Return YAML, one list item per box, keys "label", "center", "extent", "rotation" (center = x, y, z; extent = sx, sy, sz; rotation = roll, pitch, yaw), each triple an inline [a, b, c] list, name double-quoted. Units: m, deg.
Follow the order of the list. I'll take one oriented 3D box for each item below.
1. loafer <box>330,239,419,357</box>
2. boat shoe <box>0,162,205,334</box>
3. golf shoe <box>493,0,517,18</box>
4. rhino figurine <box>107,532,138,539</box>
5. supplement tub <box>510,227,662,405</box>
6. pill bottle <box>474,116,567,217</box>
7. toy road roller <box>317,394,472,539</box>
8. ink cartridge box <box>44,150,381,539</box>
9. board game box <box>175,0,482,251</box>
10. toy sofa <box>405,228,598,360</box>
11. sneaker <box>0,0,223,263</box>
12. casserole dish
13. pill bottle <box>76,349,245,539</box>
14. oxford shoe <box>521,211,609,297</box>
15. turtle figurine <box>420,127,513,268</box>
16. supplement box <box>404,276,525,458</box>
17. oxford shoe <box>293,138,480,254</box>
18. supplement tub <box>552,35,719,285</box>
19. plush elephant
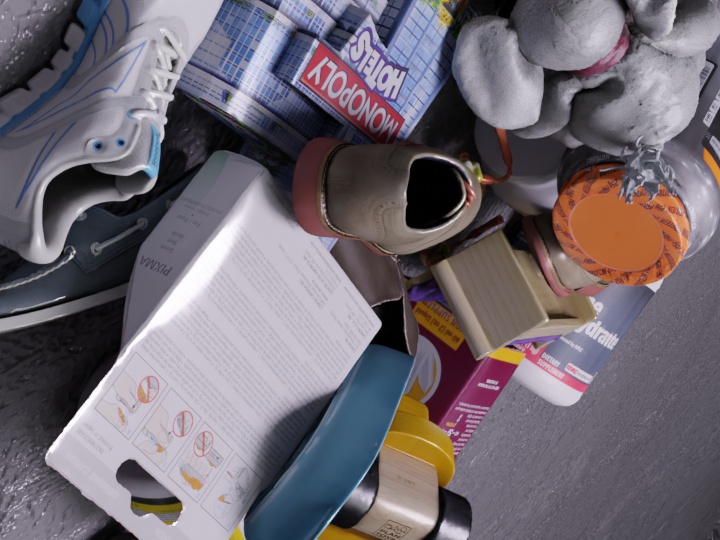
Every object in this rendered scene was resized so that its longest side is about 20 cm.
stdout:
- label: "loafer"
  center: [0.000, 0.000, 0.917]
  extent: [0.073, 0.071, 0.200]
  rotation: [-28, 124, 1]
- label: "boat shoe"
  center: [-0.155, -0.011, 0.754]
  extent: [0.200, 0.073, 0.062]
  rotation: [-22, 98, -37]
- label: "golf shoe"
  center: [0.137, -0.197, 0.989]
  extent: [0.092, 0.073, 0.200]
  rotation: [-36, 146, 3]
- label: "rhino figurine"
  center: [-0.165, 0.255, 1.048]
  extent: [0.087, 0.060, 0.200]
  rotation: [-49, 156, -2]
- label: "supplement tub"
  center: [0.201, 0.015, 1.265]
  extent: [0.200, 0.140, 0.140]
  rotation: [-56, 154, 5]
- label: "pill bottle"
  center: [0.166, -0.093, 1.107]
  extent: [0.111, 0.111, 0.200]
  rotation: [-56, 155, 5]
- label: "toy road roller"
  center: [-0.006, 0.178, 1.053]
  extent: [0.123, 0.146, 0.200]
  rotation: [26, 130, -23]
- label: "ink cartridge box"
  center: [-0.087, 0.058, 0.760]
  extent: [0.200, 0.050, 0.161]
  rotation: [-53, 137, -17]
- label: "board game box"
  center: [-0.022, -0.112, 0.796]
  extent: [0.200, 0.062, 0.200]
  rotation: [-63, 154, -1]
- label: "toy sofa"
  center: [0.117, 0.027, 1.077]
  extent: [0.098, 0.083, 0.200]
  rotation: [-30, 169, 18]
- label: "sneaker"
  center: [-0.120, -0.084, 0.671]
  extent: [0.200, 0.087, 0.075]
  rotation: [-52, 153, -6]
- label: "casserole dish"
  center: [-0.022, 0.114, 0.849]
  extent: [0.121, 0.039, 0.200]
  rotation: [-52, -176, 25]
- label: "pill bottle"
  center: [-0.117, 0.139, 0.919]
  extent: [0.114, 0.114, 0.200]
  rotation: [-43, 153, -20]
- label: "oxford shoe"
  center: [0.184, -0.024, 1.050]
  extent: [0.075, 0.071, 0.200]
  rotation: [-25, 170, 21]
- label: "turtle figurine"
  center: [0.041, -0.044, 1.009]
  extent: [0.161, 0.064, 0.200]
  rotation: [-33, 165, -17]
- label: "supplement box"
  center: [0.037, 0.120, 1.157]
  extent: [0.200, 0.110, 0.086]
  rotation: [-57, 153, 7]
- label: "oxford shoe"
  center: [0.038, -0.040, 0.788]
  extent: [0.200, 0.075, 0.071]
  rotation: [-8, 103, -62]
- label: "supplement tub"
  center: [0.223, -0.087, 0.978]
  extent: [0.200, 0.122, 0.123]
  rotation: [-54, 160, -39]
- label: "plush elephant"
  center: [0.147, -0.154, 0.860]
  extent: [0.165, 0.200, 0.155]
  rotation: [-25, 125, 18]
